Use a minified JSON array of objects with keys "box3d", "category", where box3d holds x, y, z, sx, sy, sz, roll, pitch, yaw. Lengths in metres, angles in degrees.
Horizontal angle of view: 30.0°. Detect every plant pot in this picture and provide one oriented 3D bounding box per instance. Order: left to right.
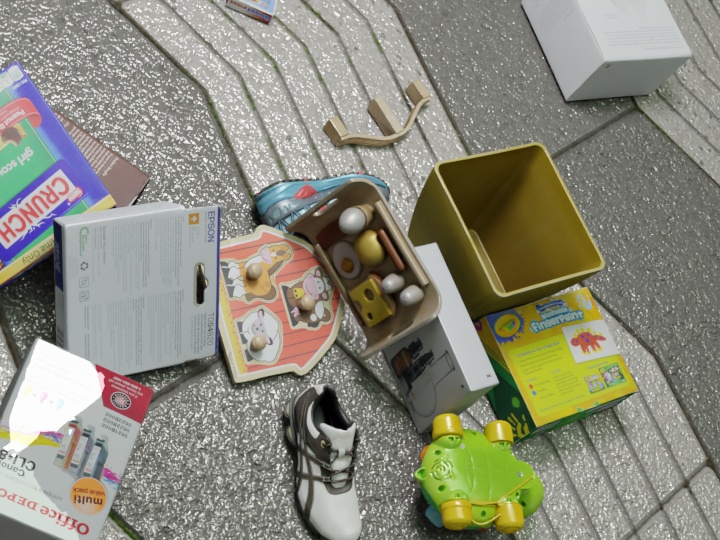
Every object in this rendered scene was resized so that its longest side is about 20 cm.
[{"box3d":[0.175,-0.031,1.837,0.198,0.176,0.202,-13,69,-35],"category":"plant pot"}]

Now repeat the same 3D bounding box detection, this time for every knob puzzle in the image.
[{"box3d":[-0.097,0.035,1.714,0.217,0.030,0.223,10,71,-28],"category":"knob puzzle"}]

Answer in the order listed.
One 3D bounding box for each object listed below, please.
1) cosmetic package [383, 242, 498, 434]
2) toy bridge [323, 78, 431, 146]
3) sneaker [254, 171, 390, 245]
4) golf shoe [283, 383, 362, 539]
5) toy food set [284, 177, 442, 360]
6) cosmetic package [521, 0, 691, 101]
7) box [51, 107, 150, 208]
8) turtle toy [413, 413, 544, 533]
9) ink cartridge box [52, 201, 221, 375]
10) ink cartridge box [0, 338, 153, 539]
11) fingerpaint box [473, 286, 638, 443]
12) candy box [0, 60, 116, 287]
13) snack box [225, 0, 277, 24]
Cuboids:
[{"box3d":[0.087,0.089,1.736,0.051,0.151,0.202,-12,69,-33],"category":"cosmetic package"},{"box3d":[0.037,-0.221,1.964,0.199,0.027,0.068,-28,82,-37],"category":"toy bridge"},{"box3d":[-0.047,-0.074,1.817,0.198,0.079,0.097,-9,81,-26],"category":"sneaker"},{"box3d":[-0.038,0.233,1.621,0.077,0.094,0.202,-8,69,-33],"category":"golf shoe"},{"box3d":[0.000,0.000,1.690,0.060,0.143,0.201,-26,84,-49],"category":"toy food set"},{"box3d":[0.403,-0.397,2.209,0.197,0.123,0.202,-8,66,-32],"category":"cosmetic package"},{"box3d":[-0.371,-0.124,1.654,0.199,0.075,0.101,35,52,-5],"category":"box"},{"box3d":[0.152,0.270,1.700,0.198,0.101,0.147,10,59,-25],"category":"turtle toy"},{"box3d":[-0.260,0.023,1.573,0.198,0.202,0.040,-9,23,-33],"category":"ink cartridge box"},{"box3d":[-0.334,0.210,1.436,0.144,0.145,0.202,26,54,-14],"category":"ink cartridge box"},{"box3d":[0.261,0.129,1.859,0.198,0.073,0.168,-14,72,-35],"category":"fingerpaint box"},{"box3d":[-0.406,-0.108,1.555,0.168,0.077,0.201,-36,96,-8],"category":"candy box"},{"box3d":[-0.148,-0.460,2.000,0.071,0.024,0.202,21,55,-18],"category":"snack box"}]
